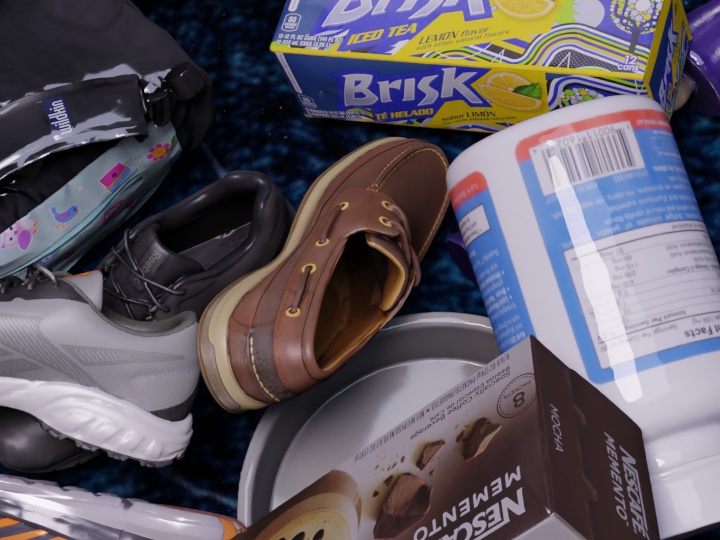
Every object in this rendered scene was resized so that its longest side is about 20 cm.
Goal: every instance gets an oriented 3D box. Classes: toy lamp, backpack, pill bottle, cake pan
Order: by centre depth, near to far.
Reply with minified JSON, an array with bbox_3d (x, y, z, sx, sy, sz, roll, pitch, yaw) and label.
[{"bbox_3d":[0.120,0.029,1.043,0.112,0.112,0.200,-16,80,-4],"label":"pill bottle"},{"bbox_3d":[0.040,0.121,1.096,0.200,0.037,0.201,-1,71,2],"label":"cake pan"},{"bbox_3d":[-0.185,-0.058,1.118,0.200,0.127,0.167,-44,63,-10],"label":"backpack"},{"bbox_3d":[0.132,-0.064,1.148,0.200,0.058,0.058,-44,75,-9],"label":"toy lamp"}]

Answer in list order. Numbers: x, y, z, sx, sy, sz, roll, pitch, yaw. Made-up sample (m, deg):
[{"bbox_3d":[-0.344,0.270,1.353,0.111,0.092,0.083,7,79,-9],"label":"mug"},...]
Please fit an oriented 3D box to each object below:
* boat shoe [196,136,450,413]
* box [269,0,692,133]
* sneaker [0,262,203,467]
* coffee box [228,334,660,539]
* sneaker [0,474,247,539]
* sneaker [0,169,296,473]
[{"bbox_3d":[0.000,0.000,1.086,0.067,0.072,0.200,-6,30,37],"label":"boat shoe"},{"bbox_3d":[0.061,-0.115,1.130,0.200,0.064,0.070,6,62,23],"label":"box"},{"bbox_3d":[-0.168,0.027,1.039,0.200,0.074,0.079,17,96,-14],"label":"sneaker"},{"bbox_3d":[0.027,0.134,0.960,0.200,0.080,0.113,-35,31,25],"label":"coffee box"},{"bbox_3d":[-0.157,0.158,1.070,0.200,0.078,0.112,9,84,18],"label":"sneaker"},{"bbox_3d":[-0.114,0.018,1.109,0.076,0.091,0.200,42,78,12],"label":"sneaker"}]
